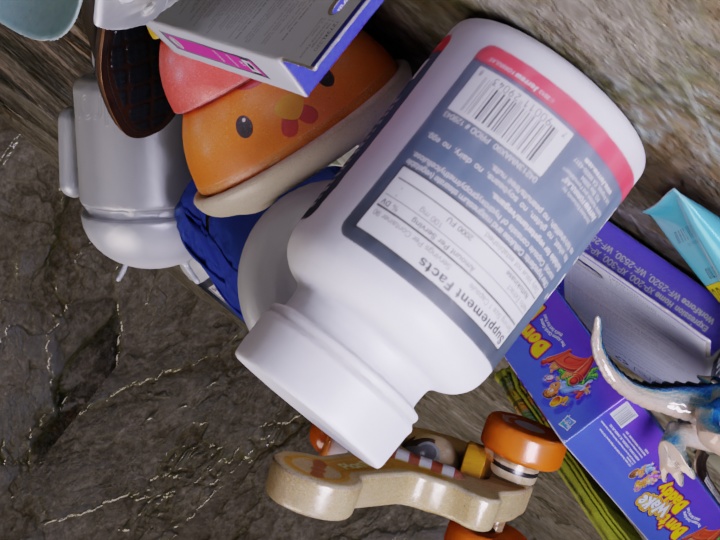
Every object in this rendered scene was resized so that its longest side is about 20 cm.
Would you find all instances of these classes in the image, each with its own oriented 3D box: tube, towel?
[{"bbox_3d":[0.218,0.033,0.838,0.200,0.050,0.077,44,170,2],"label":"tube"},{"bbox_3d":[0.144,0.135,1.005,0.086,0.018,0.200,42,-169,-40],"label":"towel"}]

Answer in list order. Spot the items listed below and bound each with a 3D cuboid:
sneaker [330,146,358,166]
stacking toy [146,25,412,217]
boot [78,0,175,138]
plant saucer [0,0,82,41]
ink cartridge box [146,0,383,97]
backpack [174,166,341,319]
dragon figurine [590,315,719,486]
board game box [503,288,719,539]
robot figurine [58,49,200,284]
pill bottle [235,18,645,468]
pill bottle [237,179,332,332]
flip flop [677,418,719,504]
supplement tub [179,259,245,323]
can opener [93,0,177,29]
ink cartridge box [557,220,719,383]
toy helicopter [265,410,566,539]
[{"bbox_3d":[-0.033,-0.098,1.095,0.200,0.081,0.076,33,169,29],"label":"sneaker"},{"bbox_3d":[-0.077,-0.143,0.964,0.201,0.146,0.146,56,168,-13],"label":"stacking toy"},{"bbox_3d":[-0.155,-0.184,1.074,0.097,0.074,0.201,45,148,39],"label":"boot"},{"bbox_3d":[-0.171,-0.204,0.787,0.201,0.039,0.202,39,148,31],"label":"plant saucer"},{"bbox_3d":[-0.031,-0.136,0.815,0.037,0.095,0.200,42,171,-30],"label":"ink cartridge box"},{"bbox_3d":[-0.038,-0.035,1.214,0.168,0.162,0.200,52,178,-39],"label":"backpack"},{"bbox_3d":[0.202,0.072,0.882,0.199,0.100,0.059,35,142,0],"label":"dragon figurine"},{"bbox_3d":[0.139,0.082,0.991,0.200,0.045,0.135,47,-172,-47],"label":"board game box"},{"bbox_3d":[-0.164,-0.088,1.337,0.169,0.201,0.113,4,-166,29],"label":"robot figurine"},{"bbox_3d":[0.035,-0.010,0.837,0.119,0.200,0.120,38,172,6],"label":"pill bottle"},{"bbox_3d":[0.000,0.000,1.006,0.112,0.112,0.200,38,-171,4],"label":"pill bottle"},{"bbox_3d":[0.245,0.131,1.081,0.081,0.058,0.200,6,165,27],"label":"flip flop"},{"bbox_3d":[-0.066,-0.017,1.477,0.200,0.141,0.140,40,172,-13],"label":"supplement tub"},{"bbox_3d":[-0.093,-0.184,0.734,0.067,0.053,0.200,51,150,25],"label":"can opener"},{"bbox_3d":[0.131,-0.004,1.007,0.198,0.043,0.200,36,173,16],"label":"ink cartridge box"},{"bbox_3d":[0.011,0.103,0.912,0.132,0.079,0.200,26,-169,31],"label":"toy helicopter"}]
